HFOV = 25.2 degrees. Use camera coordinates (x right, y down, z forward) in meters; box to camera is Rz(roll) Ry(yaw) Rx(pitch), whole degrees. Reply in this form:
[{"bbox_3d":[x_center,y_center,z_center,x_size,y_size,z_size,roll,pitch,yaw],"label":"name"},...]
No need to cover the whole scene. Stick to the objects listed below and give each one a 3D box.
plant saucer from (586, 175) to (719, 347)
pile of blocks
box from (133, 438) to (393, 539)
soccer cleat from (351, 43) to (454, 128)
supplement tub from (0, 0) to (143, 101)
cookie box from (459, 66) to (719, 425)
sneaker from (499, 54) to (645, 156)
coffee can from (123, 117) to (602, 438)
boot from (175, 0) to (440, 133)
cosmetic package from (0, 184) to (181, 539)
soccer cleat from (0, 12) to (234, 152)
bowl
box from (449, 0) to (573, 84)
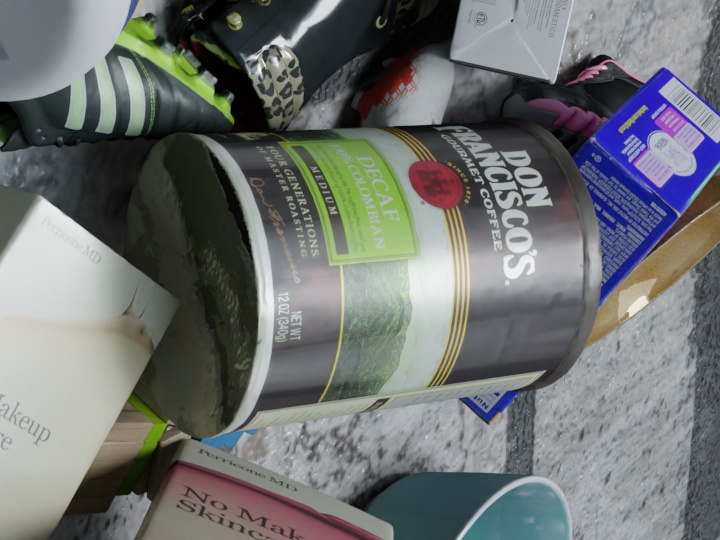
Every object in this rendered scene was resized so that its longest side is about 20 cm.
[{"bbox_3d":[0.221,-0.012,1.235,0.200,0.036,0.200,-36,164,-12],"label":"plant saucer"},{"bbox_3d":[-0.105,0.067,0.870,0.199,0.062,0.082,-22,140,-41],"label":"pile of blocks"},{"bbox_3d":[-0.060,0.176,0.763,0.200,0.127,0.110,-84,-163,-79],"label":"box"},{"bbox_3d":[0.019,-0.043,0.959,0.201,0.085,0.069,-61,144,-14],"label":"soccer cleat"},{"bbox_3d":[-0.120,-0.178,0.621,0.201,0.143,0.145,-64,150,-41],"label":"supplement tub"},{"bbox_3d":[0.141,-0.017,1.044,0.200,0.075,0.171,-52,173,33],"label":"cookie box"},{"bbox_3d":[0.168,-0.114,1.160,0.199,0.079,0.096,10,60,-43],"label":"sneaker"},{"bbox_3d":[0.000,0.000,0.814,0.199,0.146,0.147,-6,112,-32],"label":"coffee can"},{"bbox_3d":[-0.035,-0.177,0.832,0.154,0.073,0.204,-46,138,-27],"label":"boot"},{"bbox_3d":[-0.180,0.070,0.732,0.103,0.073,0.201,39,74,-41],"label":"cosmetic package"},{"bbox_3d":[-0.132,-0.089,0.755,0.081,0.068,0.200,-49,152,11],"label":"soccer cleat"},{"bbox_3d":[0.051,0.220,1.114,0.200,0.105,0.202,-30,129,-44],"label":"bowl"},{"bbox_3d":[0.094,-0.171,0.938,0.200,0.060,0.118,-57,159,-83],"label":"box"}]
